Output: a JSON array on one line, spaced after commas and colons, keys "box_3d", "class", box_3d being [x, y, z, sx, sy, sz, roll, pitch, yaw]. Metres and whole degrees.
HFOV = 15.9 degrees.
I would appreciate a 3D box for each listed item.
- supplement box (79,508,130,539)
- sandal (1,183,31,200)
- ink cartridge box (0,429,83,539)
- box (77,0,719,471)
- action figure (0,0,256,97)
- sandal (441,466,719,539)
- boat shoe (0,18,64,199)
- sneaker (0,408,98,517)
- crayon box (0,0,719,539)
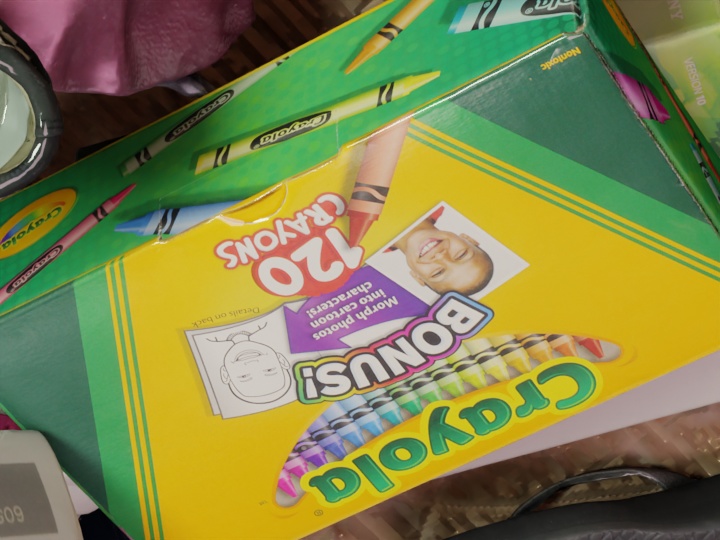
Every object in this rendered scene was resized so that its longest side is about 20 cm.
[{"box_3d": [-0.122, 0.219, 0.863, 0.200, 0.134, 0.200, -25, 126, -2], "class": "supplement box"}, {"box_3d": [-0.190, -0.025, 0.729, 0.200, 0.057, 0.080, -4, 123, -16], "class": "sandal"}, {"box_3d": [-0.197, 0.105, 0.699, 0.200, 0.047, 0.160, -32, 161, 32], "class": "ink cartridge box"}, {"box_3d": [0.031, -0.002, 0.792, 0.200, 0.036, 0.144, -17, 129, 9], "class": "box"}, {"box_3d": [-0.068, -0.147, 0.688, 0.149, 0.134, 0.200, 17, 111, 15], "class": "action figure"}, {"box_3d": [0.103, 0.099, 0.927, 0.200, 0.043, 0.076, -9, 132, -25], "class": "sandal"}, {"box_3d": [-0.169, -0.043, 0.601, 0.200, 0.060, 0.076, -4, 103, -19], "class": "boat shoe"}, {"box_3d": [-0.169, 0.065, 0.780, 0.200, 0.081, 0.088, 15, 114, -26], "class": "sneaker"}, {"box_3d": [0.000, 0.000, 0.722, 0.200, 0.058, 0.119, -26, 127, 18], "class": "crayon box"}]
